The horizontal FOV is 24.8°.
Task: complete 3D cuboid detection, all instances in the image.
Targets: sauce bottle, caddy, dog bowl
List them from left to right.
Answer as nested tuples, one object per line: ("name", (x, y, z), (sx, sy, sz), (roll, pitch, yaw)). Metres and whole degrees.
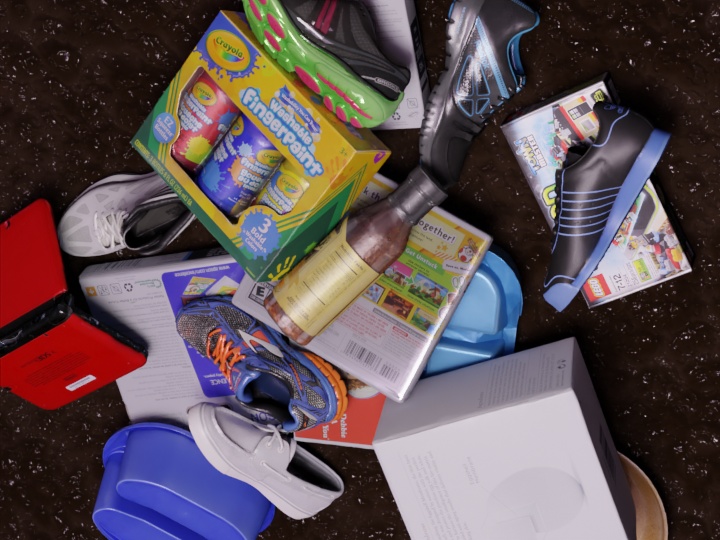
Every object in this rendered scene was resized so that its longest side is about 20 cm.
("caddy", (-0.189, 0.242, 1.756), (0.199, 0.105, 0.141), (31, 131, -13))
("sauce bottle", (-0.002, -0.016, 1.532), (0.200, 0.066, 0.066), (-43, 95, 8))
("dog bowl", (0.106, 0.060, 1.624), (0.111, 0.050, 0.201), (10, 114, 13))

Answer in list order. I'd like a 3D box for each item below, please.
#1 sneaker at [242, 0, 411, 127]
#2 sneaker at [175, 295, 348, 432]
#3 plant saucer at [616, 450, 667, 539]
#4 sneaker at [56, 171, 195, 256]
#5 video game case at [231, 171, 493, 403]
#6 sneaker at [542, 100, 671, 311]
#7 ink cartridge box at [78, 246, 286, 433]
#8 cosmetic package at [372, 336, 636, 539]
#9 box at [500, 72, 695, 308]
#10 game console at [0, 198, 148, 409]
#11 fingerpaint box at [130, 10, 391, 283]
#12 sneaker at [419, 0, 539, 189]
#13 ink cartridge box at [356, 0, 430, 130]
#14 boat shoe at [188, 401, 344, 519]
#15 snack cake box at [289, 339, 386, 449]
("sneaker", (-0.035, -0.218, 1.483), (0.200, 0.084, 0.077), (47, 156, 1))
("sneaker", (-0.107, 0.091, 1.619), (0.200, 0.078, 0.076), (30, 123, 21))
("plant saucer", (0.216, 0.252, 1.676), (0.199, 0.035, 0.201), (6, 112, 14))
("sneaker", (-0.241, -0.052, 1.647), (0.200, 0.115, 0.076), (-20, 105, 23))
("video game case", (0.000, 0.000, 1.575), (0.199, 0.023, 0.183), (30, 97, 14))
("sneaker", (0.206, -0.061, 1.499), (0.078, 0.070, 0.201), (31, 111, 8))
("ink cartridge box", (-0.176, 0.077, 1.718), (0.197, 0.043, 0.201), (-7, 113, 20))
("cosmetic package", (0.143, 0.198, 1.575), (0.199, 0.123, 0.200), (-17, 109, 14))
("box", (0.225, -0.073, 1.542), (0.110, 0.035, 0.201), (-23, 103, 24))
("game console", (-0.331, 0.041, 1.734), (0.172, 0.119, 0.200), (33, 141, -29))
("fingerpaint box", (-0.098, -0.117, 1.543), (0.200, 0.073, 0.167), (47, 114, 19))
("sneaker", (0.107, -0.162, 1.520), (0.082, 0.073, 0.201), (17, 116, 9))
("ink cartridge box", (0.004, -0.226, 1.526), (0.099, 0.039, 0.201), (0, 123, 18))
("boat shoe", (-0.094, 0.191, 1.695), (0.068, 0.072, 0.200), (-30, 123, 25))
("snack cake box", (-0.010, 0.076, 1.656), (0.114, 0.067, 0.201), (4, 112, 14))
